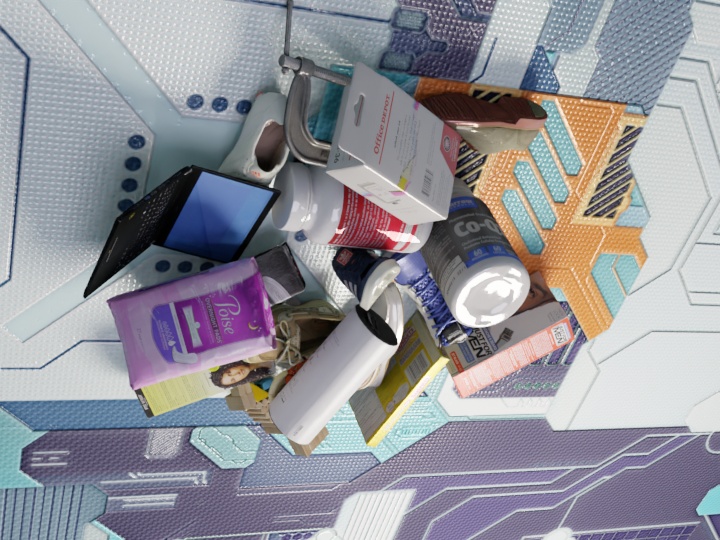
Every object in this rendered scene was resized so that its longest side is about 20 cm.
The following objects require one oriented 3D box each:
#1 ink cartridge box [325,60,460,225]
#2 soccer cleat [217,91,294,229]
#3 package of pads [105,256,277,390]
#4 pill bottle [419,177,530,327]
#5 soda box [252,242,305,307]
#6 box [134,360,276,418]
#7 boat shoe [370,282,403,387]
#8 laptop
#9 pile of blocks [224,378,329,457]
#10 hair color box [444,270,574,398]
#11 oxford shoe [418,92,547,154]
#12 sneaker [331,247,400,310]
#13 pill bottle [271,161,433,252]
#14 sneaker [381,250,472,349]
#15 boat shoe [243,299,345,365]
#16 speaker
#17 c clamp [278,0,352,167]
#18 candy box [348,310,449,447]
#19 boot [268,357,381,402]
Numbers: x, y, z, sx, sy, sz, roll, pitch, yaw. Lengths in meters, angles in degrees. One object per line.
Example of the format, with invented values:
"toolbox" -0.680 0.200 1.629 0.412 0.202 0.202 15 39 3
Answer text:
"ink cartridge box" 0.030 -0.149 1.180 0.067 0.118 0.199 -6 154 43
"soccer cleat" -0.134 -0.126 1.223 0.068 0.078 0.202 8 125 -27
"package of pads" -0.212 0.067 1.259 0.196 0.076 0.123 -15 97 -1
"pill bottle" 0.140 -0.031 1.331 0.112 0.201 0.115 -11 134 -12
"soda box" -0.175 0.035 1.327 0.197 0.063 0.072 -25 93 0
"box" -0.223 0.139 1.401 0.197 0.050 0.076 -20 132 -4
"boat shoe" 0.013 0.103 1.483 0.068 0.071 0.202 -1 131 -20
"laptop" -0.220 -0.033 1.210 0.103 0.200 0.178 42 138 2
"pile of blocks" -0.136 0.214 1.538 0.062 0.083 0.200 -6 141 46
"hair color box" 0.218 0.098 1.535 0.198 0.112 0.064 -27 134 1
"oxford shoe" 0.152 -0.184 1.296 0.196 0.071 0.075 1 131 -22
"sneaker" 0.000 0.000 1.325 0.084 0.200 0.075 41 84 2
"pill bottle" -0.011 -0.086 1.283 0.197 0.113 0.113 5 127 -26
"sneaker" 0.116 0.043 1.443 0.080 0.116 0.200 -33 133 7
"boat shoe" -0.086 0.085 1.376 0.199 0.062 0.075 -21 123 -50
"speaker" -0.038 0.142 1.360 0.081 0.082 0.201 28 111 -37
"c clamp" -0.026 -0.206 1.190 0.198 0.027 0.174 16 84 -44
"candy box" 0.056 0.170 1.536 0.026 0.103 0.201 20 119 -34
"boot" -0.052 0.152 1.441 0.106 0.076 0.199 -6 157 -44
